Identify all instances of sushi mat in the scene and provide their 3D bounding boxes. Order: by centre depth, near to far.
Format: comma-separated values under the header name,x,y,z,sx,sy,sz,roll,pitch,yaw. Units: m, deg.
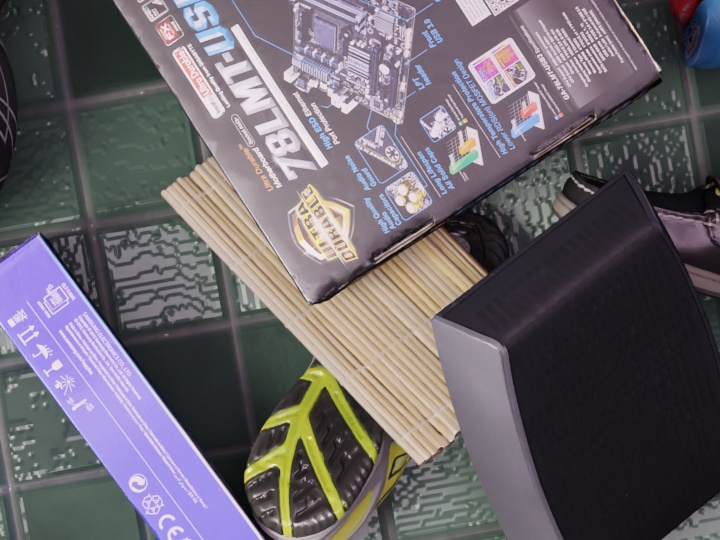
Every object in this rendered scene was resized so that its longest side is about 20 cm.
name,x,y,z,sx,sy,sz,roll,pitch,yaw
sushi mat,0.000,0.000,1.324,0.096,0.012,0.200,-38,68,-16

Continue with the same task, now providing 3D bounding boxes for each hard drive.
name,x,y,z,sx,sy,sz,roll,pitch,yaw
hard drive,0.115,0.062,1.292,0.135,0.042,0.200,-37,133,-16

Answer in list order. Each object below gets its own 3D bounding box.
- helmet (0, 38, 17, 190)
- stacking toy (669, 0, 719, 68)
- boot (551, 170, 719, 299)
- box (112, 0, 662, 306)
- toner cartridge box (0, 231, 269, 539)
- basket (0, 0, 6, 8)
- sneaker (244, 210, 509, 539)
name,x,y,z,sx,sy,sz,roll,pitch,yaw
helmet,-0.260,-0.077,1.267,0.190,0.200,0.200,-33,91,-1
stacking toy,0.182,-0.210,1.349,0.109,0.116,0.201,-18,79,-6
boot,0.209,-0.060,1.337,0.203,0.073,0.154,16,103,-9
box,0.007,-0.118,1.270,0.198,0.050,0.200,-34,88,8
toner cartridge box,-0.113,0.074,1.323,0.043,0.095,0.200,-36,92,-3
basket,-0.167,-0.255,1.310,0.200,0.136,0.180,-44,93,-6
sneaker,0.006,0.054,1.346,0.075,0.076,0.200,29,69,18
